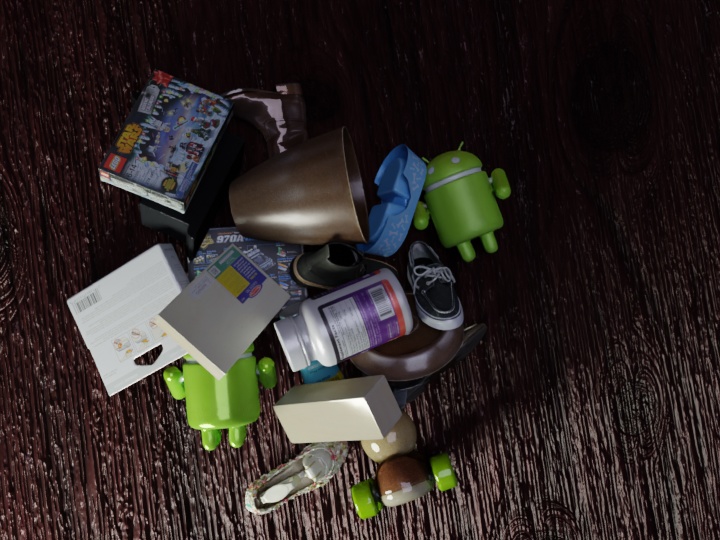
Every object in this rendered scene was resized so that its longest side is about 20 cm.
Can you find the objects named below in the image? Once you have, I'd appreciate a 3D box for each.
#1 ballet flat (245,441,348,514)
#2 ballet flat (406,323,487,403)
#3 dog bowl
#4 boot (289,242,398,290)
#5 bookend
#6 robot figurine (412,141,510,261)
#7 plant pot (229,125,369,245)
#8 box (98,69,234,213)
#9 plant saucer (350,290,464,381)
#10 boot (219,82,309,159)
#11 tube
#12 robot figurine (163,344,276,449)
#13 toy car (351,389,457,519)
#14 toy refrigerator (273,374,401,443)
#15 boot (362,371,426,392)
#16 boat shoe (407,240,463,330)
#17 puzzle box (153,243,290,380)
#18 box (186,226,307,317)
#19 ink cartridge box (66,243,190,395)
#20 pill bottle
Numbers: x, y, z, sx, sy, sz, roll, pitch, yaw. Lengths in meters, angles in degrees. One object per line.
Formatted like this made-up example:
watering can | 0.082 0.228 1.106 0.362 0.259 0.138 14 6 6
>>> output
ballet flat | -0.102 0.346 1.174 0.199 0.064 0.076 -33 90 -10
ballet flat | 0.139 0.153 1.233 0.200 0.067 0.046 -40 61 -6
dog bowl | 0.056 -0.116 1.215 0.049 0.111 0.201 22 80 -23
boot | 0.000 0.000 1.160 0.199 0.138 0.078 2 77 -28
bookend | -0.318 -0.153 1.141 0.198 0.092 0.201 23 64 -5
robot figurine | 0.176 -0.118 1.227 0.174 0.116 0.201 -20 88 14
plant pot | -0.101 -0.116 1.131 0.199 0.187 0.188 -11 87 7
box | -0.297 -0.203 1.093 0.136 0.040 0.201 21 66 -4
plant saucer | 0.071 0.097 1.167 0.199 0.200 0.032 -21 128 -9
boot | -0.166 -0.212 1.218 0.185 0.064 0.202 -12 91 -7
tube | -0.077 0.151 1.188 0.077 0.050 0.201 -23 111 -5
robot figurine | -0.224 0.181 1.134 0.174 0.116 0.202 -6 88 -3
toy car | 0.051 0.283 1.169 0.163 0.158 0.201 -20 75 1
toy refrigerator | -0.038 0.222 1.126 0.070 0.199 0.076 -40 109 -48
boot | 0.089 0.141 1.180 0.199 0.132 0.070 -23 123 -3
boat shoe | 0.121 0.018 1.167 0.073 0.200 0.068 -9 124 -1
puzzle box | -0.209 0.059 1.097 0.133 0.025 0.200 43 44 -4
box | -0.192 0.005 1.199 0.198 0.046 0.160 -5 86 -9
ink cartridge box | -0.352 0.078 1.126 0.199 0.044 0.174 -28 85 15
pill bottle | -0.028 0.082 1.100 0.199 0.111 0.112 -22 88 -10
